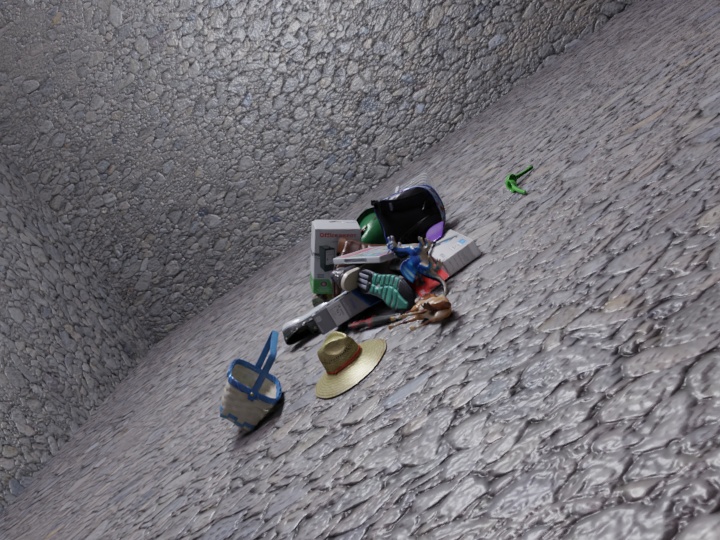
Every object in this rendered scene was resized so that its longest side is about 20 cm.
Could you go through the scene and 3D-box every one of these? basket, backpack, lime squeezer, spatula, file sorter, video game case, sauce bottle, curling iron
[{"bbox_3d":[-0.244,0.252,1.370,0.177,0.136,0.204,-108,42,-77],"label":"basket"},{"bbox_3d":[0.158,-0.158,1.729,0.187,0.204,0.154,-22,8,29],"label":"backpack"},{"bbox_3d":[0.432,-0.240,1.608,0.069,0.039,0.201,4,29,20],"label":"lime squeezer"},{"bbox_3d":[0.173,-0.063,1.475,0.056,0.021,0.201,-28,17,32],"label":"spatula"},{"bbox_3d":[0.195,-0.222,1.926,0.123,0.141,0.201,-28,14,16],"label":"file sorter"},{"bbox_3d":[0.039,-0.042,1.499,0.141,0.018,0.198,-18,10,-36],"label":"video game case"},{"bbox_3d":[-0.079,0.053,1.854,0.064,0.065,0.200,-23,17,43],"label":"sauce bottle"},{"bbox_3d":[0.034,0.116,1.406,0.049,0.026,0.198,-42,13,-34],"label":"curling iron"}]

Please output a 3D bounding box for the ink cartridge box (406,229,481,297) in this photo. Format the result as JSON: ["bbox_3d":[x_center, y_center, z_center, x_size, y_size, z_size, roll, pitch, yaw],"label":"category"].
[{"bbox_3d":[0.189,-0.022,1.441,0.174,0.045,0.200,-36,13,0],"label":"ink cartridge box"}]

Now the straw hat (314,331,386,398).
[{"bbox_3d":[-0.047,0.180,1.264,0.199,0.086,0.201,-35,12,8],"label":"straw hat"}]

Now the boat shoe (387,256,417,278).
[{"bbox_3d":[0.113,-0.019,1.492,0.202,0.073,0.066,-110,44,-85],"label":"boat shoe"}]

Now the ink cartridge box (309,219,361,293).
[{"bbox_3d":[-0.076,-0.041,1.745,0.142,0.206,0.084,-1,20,-10],"label":"ink cartridge box"}]

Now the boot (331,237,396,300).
[{"bbox_3d":[0.021,0.006,1.649,0.064,0.194,0.192,85,-165,-83],"label":"boot"}]

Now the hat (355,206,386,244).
[{"bbox_3d":[0.016,-0.084,1.801,0.199,0.167,0.176,-38,2,32],"label":"hat"}]

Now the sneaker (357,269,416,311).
[{"bbox_3d":[0.081,0.043,1.411,0.086,0.076,0.198,6,14,-42],"label":"sneaker"}]

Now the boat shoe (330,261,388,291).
[{"bbox_3d":[0.000,0.000,1.516,0.062,0.075,0.198,22,26,33],"label":"boat shoe"}]

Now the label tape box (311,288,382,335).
[{"bbox_3d":[-0.015,0.078,1.533,0.198,0.064,0.144,-32,2,21],"label":"label tape box"}]

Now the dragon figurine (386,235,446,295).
[{"bbox_3d":[0.133,-0.008,1.346,0.099,0.203,0.058,-41,-24,31],"label":"dragon figurine"}]

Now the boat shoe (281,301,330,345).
[{"bbox_3d":[-0.135,0.155,1.669,0.196,0.069,0.058,-26,49,14],"label":"boat shoe"}]

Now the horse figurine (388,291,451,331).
[{"bbox_3d":[0.133,0.081,1.188,0.130,0.051,0.200,-22,0,-17],"label":"horse figurine"}]
